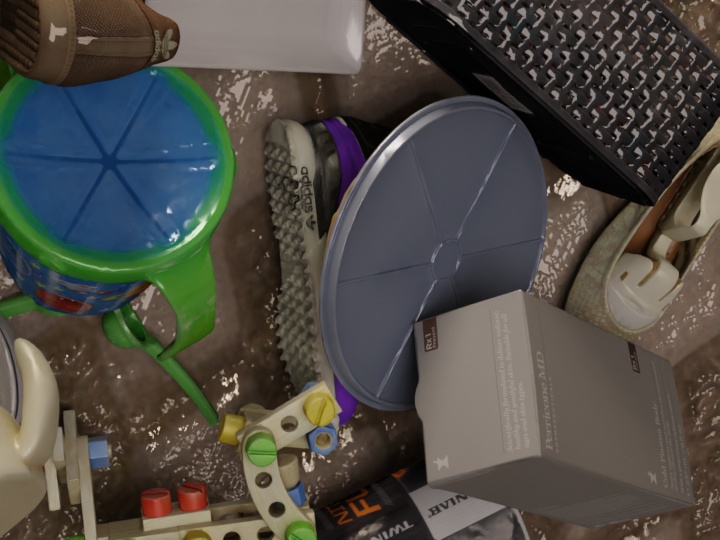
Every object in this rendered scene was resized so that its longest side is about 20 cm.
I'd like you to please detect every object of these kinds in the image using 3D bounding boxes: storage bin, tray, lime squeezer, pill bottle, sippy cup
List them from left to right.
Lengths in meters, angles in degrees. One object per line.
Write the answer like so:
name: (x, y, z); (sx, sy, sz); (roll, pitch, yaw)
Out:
lime squeezer: (-0.165, 0.040, 0.930); (0.199, 0.038, 0.071); (20, 95, -21)
sippy cup: (-0.151, -0.039, 0.856); (0.139, 0.130, 0.179); (5, 68, -18)
tray: (-0.063, -0.170, 0.877); (0.199, 0.022, 0.108); (-7, 102, -52)
pill bottle: (0.005, 0.198, 0.980); (0.199, 0.106, 0.107); (-24, 108, -12)
storage bin: (0.116, -0.140, 0.926); (0.200, 0.135, 0.094); (37, 89, -21)

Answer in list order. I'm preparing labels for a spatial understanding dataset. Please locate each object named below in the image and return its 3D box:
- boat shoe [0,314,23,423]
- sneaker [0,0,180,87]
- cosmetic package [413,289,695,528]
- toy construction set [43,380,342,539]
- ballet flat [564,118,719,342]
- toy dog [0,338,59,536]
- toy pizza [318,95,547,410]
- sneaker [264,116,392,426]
boat shoe: (-0.256, 0.016, 0.864); (0.071, 0.070, 0.201); (-22, 102, 6)
sneaker: (-0.155, -0.138, 0.792); (0.075, 0.200, 0.071); (2, 115, -26)
cosmetic package: (0.123, 0.092, 0.946); (0.200, 0.090, 0.107); (23, 55, -52)
toy construction set: (-0.106, 0.134, 0.912); (0.199, 0.092, 0.132); (-2, 106, 5)
ballet flat: (0.202, -0.020, 1.020); (0.067, 0.062, 0.201); (29, 92, -20)
toy dog: (-0.269, 0.083, 0.771); (0.200, 0.139, 0.194); (39, 99, 20)
toy pizza: (0.042, -0.011, 0.930); (0.200, 0.032, 0.201); (-23, 124, -39)
sneaker: (0.000, 0.000, 0.957); (0.099, 0.070, 0.201); (-10, 106, -22)
